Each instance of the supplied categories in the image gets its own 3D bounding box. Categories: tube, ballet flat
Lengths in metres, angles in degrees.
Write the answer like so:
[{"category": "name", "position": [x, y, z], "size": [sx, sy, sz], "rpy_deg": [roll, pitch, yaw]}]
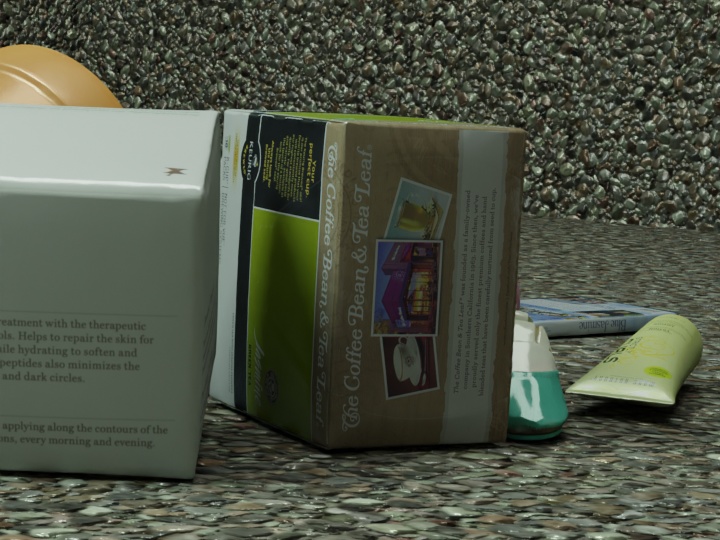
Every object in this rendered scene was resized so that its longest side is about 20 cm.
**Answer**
[{"category": "tube", "position": [0.211, 0.072, 1.478], "size": [0.058, 0.052, 0.200], "rpy_deg": [-39, -5, 22]}, {"category": "ballet flat", "position": [0.101, 0.064, 1.371], "size": [0.067, 0.071, 0.200], "rpy_deg": [3, 6, -3]}]

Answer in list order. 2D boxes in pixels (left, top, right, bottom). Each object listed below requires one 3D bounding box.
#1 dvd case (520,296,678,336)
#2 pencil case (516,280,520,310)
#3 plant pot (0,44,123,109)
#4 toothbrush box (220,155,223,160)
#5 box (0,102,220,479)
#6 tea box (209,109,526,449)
[{"category": "dvd case", "position": [0.182, 0.043, 1.905], "size": [0.199, 0.018, 0.142], "rpy_deg": [-2, 7, -37]}, {"category": "pencil case", "position": [0.014, 0.026, 1.473], "size": [0.198, 0.083, 0.087], "rpy_deg": [-11, 41, -13]}, {"category": "plant pot", "position": [-0.256, -0.040, 1.358], "size": [0.199, 0.202, 0.140], "rpy_deg": [6, 20, 33]}, {"category": "toothbrush box", "position": [-0.020, -0.018, 1.627], "size": [0.200, 0.086, 0.146], "rpy_deg": [40, 19, 17]}, {"category": "box", "position": [-0.183, 0.004, 1.172], "size": [0.197, 0.173, 0.200], "rpy_deg": [2, 18, -2]}, {"category": "tea box", "position": [0.000, 0.000, 1.309], "size": [0.133, 0.202, 0.196], "rpy_deg": [1, 7, -26]}]
